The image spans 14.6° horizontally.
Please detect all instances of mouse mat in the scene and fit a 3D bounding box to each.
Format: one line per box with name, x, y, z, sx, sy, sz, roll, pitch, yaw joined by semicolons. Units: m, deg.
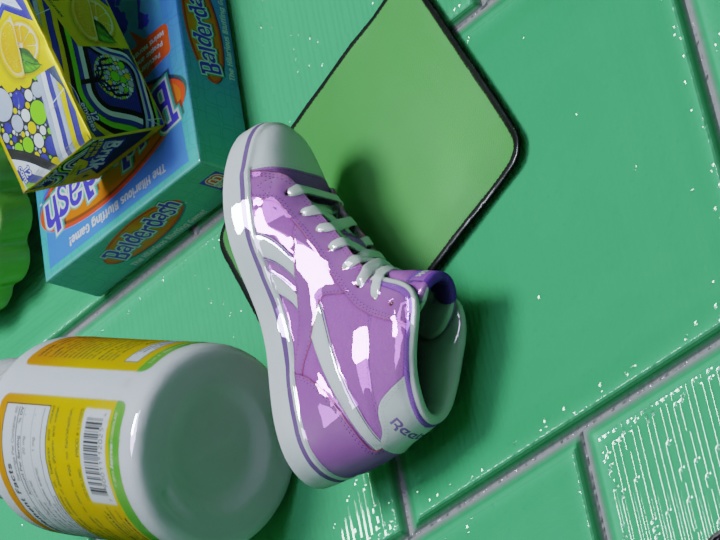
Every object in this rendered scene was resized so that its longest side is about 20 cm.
mouse mat;0.001;-0.041;1.514;0.200;0.008;0.161;-52;44;23

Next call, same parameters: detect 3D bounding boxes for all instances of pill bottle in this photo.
pill bottle;-0.137;0.093;1.550;0.199;0.111;0.112;1;78;50

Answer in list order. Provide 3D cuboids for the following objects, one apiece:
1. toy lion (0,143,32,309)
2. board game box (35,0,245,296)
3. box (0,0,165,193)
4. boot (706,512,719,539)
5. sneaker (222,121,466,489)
toy lion;-0.283;-0.022;1.785;0.191;0.068;0.201;28;116;36
board game box;-0.138;-0.108;1.671;0.152;0.045;0.201;-35;53;37
box;-0.193;-0.151;1.609;0.070;0.064;0.201;-34;78;38
boot;0.136;0.205;1.132;0.069;0.174;0.201;8;77;16
sneaker;0.001;0.000;1.449;0.114;0.072;0.202;-30;66;36
